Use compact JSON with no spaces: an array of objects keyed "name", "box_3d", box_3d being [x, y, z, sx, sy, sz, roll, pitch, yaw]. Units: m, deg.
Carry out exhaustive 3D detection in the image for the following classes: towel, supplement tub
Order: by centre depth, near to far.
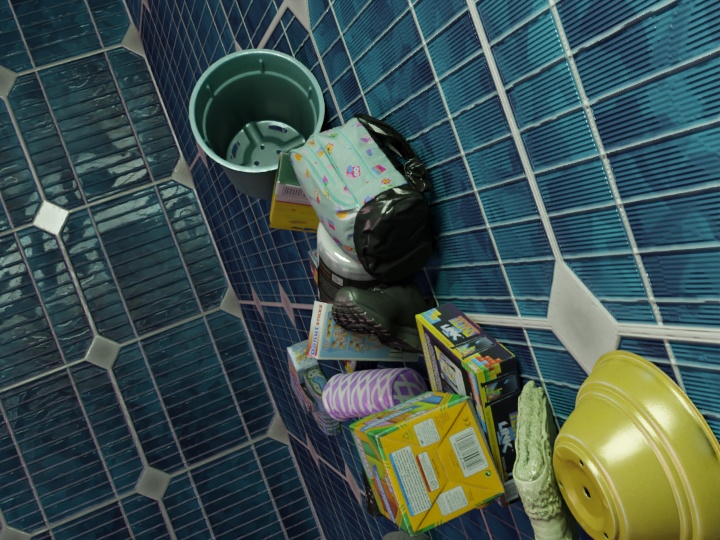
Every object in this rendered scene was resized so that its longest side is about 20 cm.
[{"name":"towel","box_3d":[0.187,0.213,0.889,0.200,0.036,0.148,-64,-44,-70]},{"name":"supplement tub","box_3d":[0.000,0.000,1.242,0.200,0.122,0.123,95,151,-57]}]

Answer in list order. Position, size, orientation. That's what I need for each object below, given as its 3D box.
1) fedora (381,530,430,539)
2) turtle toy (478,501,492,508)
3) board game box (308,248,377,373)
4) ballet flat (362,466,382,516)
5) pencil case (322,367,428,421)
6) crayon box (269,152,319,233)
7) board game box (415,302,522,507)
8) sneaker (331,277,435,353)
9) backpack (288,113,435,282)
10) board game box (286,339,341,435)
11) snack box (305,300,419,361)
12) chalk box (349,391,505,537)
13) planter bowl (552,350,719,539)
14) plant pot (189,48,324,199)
[{"name":"fedora","box_3d":[0.089,0.565,1.688,0.090,0.177,0.200,-82,-22,-51]},{"name":"turtle toy","box_3d":[0.105,0.277,1.284,0.200,0.101,0.146,161,88,-75]},{"name":"board game box","box_3d":[-0.023,0.063,1.499,0.200,0.062,0.200,99,148,-63]},{"name":"ballet flat","box_3d":[0.034,0.441,1.893,0.066,0.057,0.200,-81,-14,-60]},{"name":"pencil case","box_3d":[0.021,0.201,1.406,0.086,0.084,0.200,49,149,-18]},{"name":"crayon box","box_3d":[-0.068,-0.108,1.318,0.200,0.127,0.051,123,154,-71]},{"name":"board game box","box_3d":[0.142,0.161,1.088,0.165,0.057,0.200,-134,26,-60]},{"name":"sneaker","box_3d":[0.032,0.045,1.121,0.076,0.091,0.200,7,167,33]},{"name":"backpack","box_3d":[0.001,-0.098,1.090,0.200,0.127,0.167,57,161,33]},{"name":"board game box","box_3d":[-0.122,0.278,2.170,0.200,0.062,0.200,-126,20,-44]},{"name":"snack box","box_3d":[0.012,0.082,1.169,0.024,0.200,0.072,12,93,43]},{"name":"chalk box","box_3d":[0.069,0.228,1.086,0.200,0.124,0.125,152,97,-76]},{"name":"planter bowl","box_3d":[0.224,0.177,0.762,0.200,0.083,0.200,158,90,-76]},{"name":"plant pot","box_3d":[-0.154,-0.214,1.404,0.196,0.200,0.200,91,155,-75]}]
